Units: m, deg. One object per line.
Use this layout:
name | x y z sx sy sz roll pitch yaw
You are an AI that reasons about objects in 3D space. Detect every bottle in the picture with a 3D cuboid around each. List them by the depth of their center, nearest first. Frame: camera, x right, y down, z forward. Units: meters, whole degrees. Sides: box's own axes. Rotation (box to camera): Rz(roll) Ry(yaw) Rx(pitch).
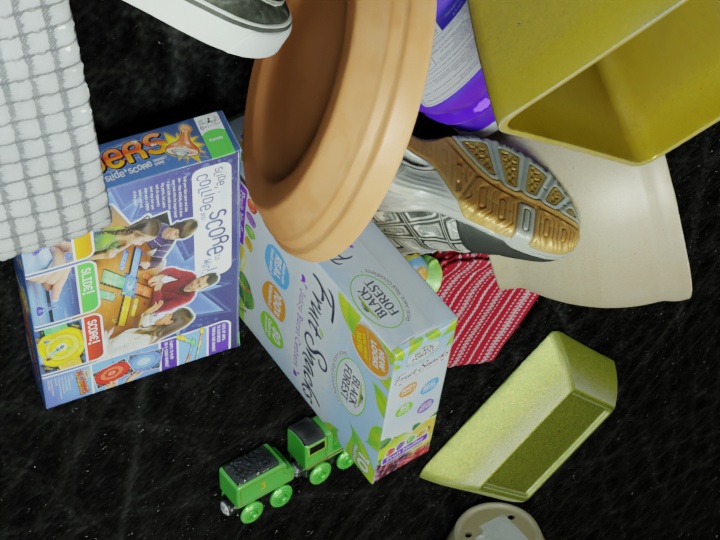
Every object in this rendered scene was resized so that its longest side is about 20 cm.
bottle | 0.049 -0.143 1.040 0.084 0.065 0.200 -45 153 2

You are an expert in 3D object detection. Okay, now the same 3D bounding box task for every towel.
towel | -0.207 -0.083 0.738 0.164 0.086 0.201 -14 142 -9
towel | 0.091 0.034 1.401 0.199 0.023 0.145 -4 135 -51

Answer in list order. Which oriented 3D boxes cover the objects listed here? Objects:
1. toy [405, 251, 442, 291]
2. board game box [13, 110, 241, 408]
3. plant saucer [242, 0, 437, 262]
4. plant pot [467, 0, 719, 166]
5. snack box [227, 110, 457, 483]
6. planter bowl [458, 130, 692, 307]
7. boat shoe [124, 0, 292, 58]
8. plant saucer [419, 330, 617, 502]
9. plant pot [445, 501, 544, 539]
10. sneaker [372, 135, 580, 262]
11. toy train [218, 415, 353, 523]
toy | 0.000 0.000 1.201 0.115 0.047 0.199 -54 151 17
board game box | -0.139 -0.002 0.994 0.134 0.035 0.201 -17 147 -17
plant saucer | -0.019 -0.106 0.892 0.037 0.201 0.201 12 126 -23
plant pot | 0.170 -0.196 0.969 0.199 0.177 0.199 -33 159 28
snack box | -0.026 0.013 1.018 0.053 0.200 0.143 -28 150 -24
planter bowl | 0.146 -0.061 1.182 0.134 0.202 0.200 -15 152 5
boat shoe | -0.088 -0.162 0.826 0.064 0.071 0.200 -49 151 16
plant saucer | 0.176 0.164 1.671 0.200 0.048 0.199 -47 153 9
plant pot | 0.146 0.355 1.793 0.186 0.187 0.201 -25 134 -30
sneaker | 0.045 -0.043 1.093 0.088 0.199 0.076 114 -7 -46
toy train | -0.034 0.146 1.377 0.199 0.042 0.057 -27 139 -28
